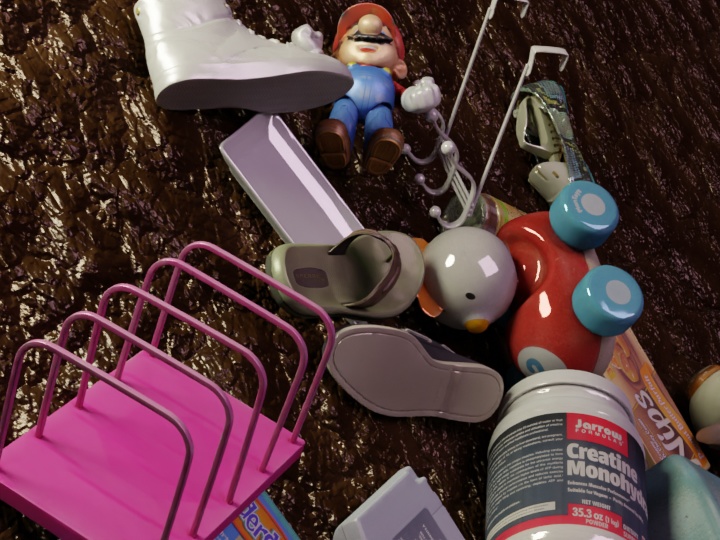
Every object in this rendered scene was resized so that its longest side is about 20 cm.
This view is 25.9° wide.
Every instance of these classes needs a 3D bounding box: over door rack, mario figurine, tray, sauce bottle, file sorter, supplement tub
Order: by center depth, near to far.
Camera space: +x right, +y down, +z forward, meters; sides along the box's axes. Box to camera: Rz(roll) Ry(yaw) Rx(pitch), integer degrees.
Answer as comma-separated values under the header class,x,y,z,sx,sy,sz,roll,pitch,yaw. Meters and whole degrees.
class,x,y,z,sx,sy,sz,roll,pitch,yaw
file sorter,-0.123,0.082,1.017,0.138,0.126,0.200,29,30,14
supplement tub,0.178,0.200,1.358,0.140,0.140,0.201,38,37,-27
tray,-0.047,-0.044,1.375,0.200,0.022,0.107,53,32,-8
over door rack,0.103,-0.160,1.486,0.066,0.201,0.148,21,25,-23
mario figurine,0.003,-0.190,1.486,0.123,0.106,0.201,34,38,-28
sauce bottle,0.166,-0.026,1.608,0.199,0.065,0.065,20,47,-45

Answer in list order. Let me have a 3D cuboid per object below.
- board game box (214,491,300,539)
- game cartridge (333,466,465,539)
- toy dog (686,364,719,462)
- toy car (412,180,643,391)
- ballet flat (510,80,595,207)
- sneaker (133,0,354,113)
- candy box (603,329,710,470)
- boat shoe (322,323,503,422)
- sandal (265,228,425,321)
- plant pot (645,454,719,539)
class,x,y,z,sx,sy,sz,roll,pitch,yaw
board game box,-0.109,0.217,1.044,0.152,0.045,0.200,55,32,-3
game cartridge,0.059,0.266,1.240,0.201,0.041,0.133,58,36,1
toy dog,0.436,0.157,1.707,0.193,0.200,0.140,-31,92,-14
toy car,0.124,0.025,1.452,0.199,0.185,0.178,2,58,-21
ballet flat,0.213,-0.126,1.771,0.074,0.074,0.201,19,47,-45
sneaker,-0.101,-0.201,1.364,0.199,0.074,0.116,-2,63,-38
candy box,0.275,0.143,1.617,0.115,0.055,0.201,-22,82,-58
boat shoe,0.036,0.086,1.362,0.199,0.073,0.063,19,5,-38
sandal,0.000,0.001,1.324,0.200,0.057,0.080,-10,71,-56
plant pot,0.301,0.288,1.414,0.195,0.196,0.201,30,33,-35
